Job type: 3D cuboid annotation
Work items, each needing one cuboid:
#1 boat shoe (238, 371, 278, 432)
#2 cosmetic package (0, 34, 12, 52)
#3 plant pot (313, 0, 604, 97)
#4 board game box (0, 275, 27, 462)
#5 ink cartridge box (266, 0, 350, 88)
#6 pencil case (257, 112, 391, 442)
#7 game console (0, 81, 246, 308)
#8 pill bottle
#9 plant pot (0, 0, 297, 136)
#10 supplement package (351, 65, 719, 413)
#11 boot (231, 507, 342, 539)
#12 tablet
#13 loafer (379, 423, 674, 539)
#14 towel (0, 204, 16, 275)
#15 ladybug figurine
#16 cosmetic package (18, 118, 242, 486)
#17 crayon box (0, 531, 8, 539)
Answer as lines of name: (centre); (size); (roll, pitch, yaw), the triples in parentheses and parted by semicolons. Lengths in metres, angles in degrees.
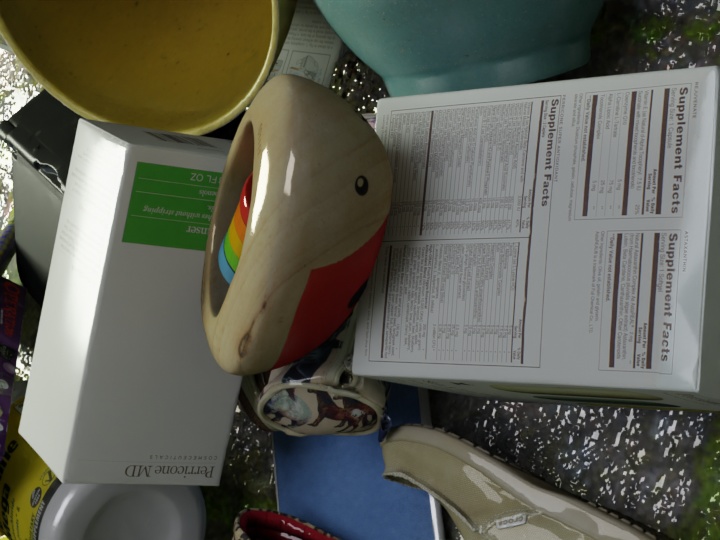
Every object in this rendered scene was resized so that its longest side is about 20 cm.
boat shoe: (-0.042, 0.000, 0.987); (0.075, 0.075, 0.203); (-15, 62, 23)
cosmetic package: (-0.243, -0.263, 1.159); (0.167, 0.166, 0.201); (20, 92, 41)
plant pot: (0.061, -0.171, 0.887); (0.200, 0.200, 0.135); (-4, 104, 39)
board game box: (-0.270, 0.103, 1.057); (0.120, 0.032, 0.200); (-50, 24, 22)
ink cartridge box: (-0.054, -0.174, 1.050); (0.162, 0.057, 0.201); (13, 91, 40)
pencil case: (0.000, 0.000, 0.923); (0.089, 0.078, 0.201); (-25, 46, 55)
game console: (-0.160, -0.046, 1.055); (0.176, 0.117, 0.200); (-42, 41, -10)
pill bottle: (-0.195, 0.144, 1.054); (0.200, 0.112, 0.113); (24, 96, 55)
plant pot: (-0.116, -0.202, 0.966); (0.199, 0.142, 0.201); (12, 126, 16)
supplement package: (0.124, -0.007, 0.806); (0.200, 0.152, 0.151); (-1, 80, 40)
boot: (-0.027, 0.244, 0.917); (0.200, 0.073, 0.151); (28, 110, 47)
tablet: (-0.005, 0.121, 0.977); (0.130, 0.014, 0.201); (-19, 68, 36)
loafer: (0.082, 0.142, 0.856); (0.200, 0.076, 0.068); (21, 83, 40)
towel: (-0.300, 0.039, 1.139); (0.144, 0.023, 0.200); (-54, 10, 32)
ladybug figurine: (-0.035, -0.018, 0.807); (0.200, 0.072, 0.136); (121, 152, -57)
cosmetic package: (-0.124, 0.020, 0.920); (0.085, 0.107, 0.201); (27, 109, 55)
crayon box: (-0.296, 0.250, 1.167); (0.127, 0.051, 0.200); (41, 107, 38)
